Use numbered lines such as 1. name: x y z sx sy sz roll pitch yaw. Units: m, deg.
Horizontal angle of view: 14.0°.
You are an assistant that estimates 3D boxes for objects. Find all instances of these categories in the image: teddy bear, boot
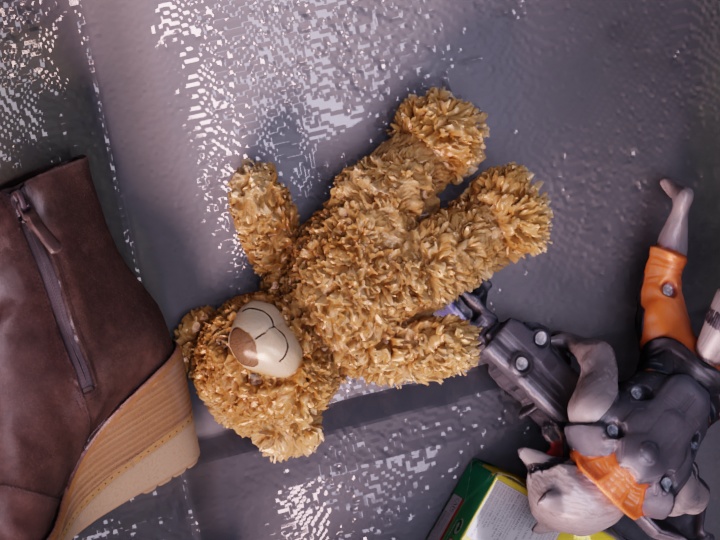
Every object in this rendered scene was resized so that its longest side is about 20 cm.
1. teddy bear: 0.000 0.000 1.425 0.200 0.067 0.145 -24 92 -5
2. boot: -0.176 0.054 1.374 0.200 0.072 0.167 -31 105 -34

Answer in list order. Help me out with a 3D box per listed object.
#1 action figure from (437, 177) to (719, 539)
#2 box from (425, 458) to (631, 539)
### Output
1. action figure: 0.133 0.044 1.461 0.200 0.105 0.194 37 75 -10
2. box: 0.117 0.194 1.513 0.200 0.048 0.117 31 88 -16
